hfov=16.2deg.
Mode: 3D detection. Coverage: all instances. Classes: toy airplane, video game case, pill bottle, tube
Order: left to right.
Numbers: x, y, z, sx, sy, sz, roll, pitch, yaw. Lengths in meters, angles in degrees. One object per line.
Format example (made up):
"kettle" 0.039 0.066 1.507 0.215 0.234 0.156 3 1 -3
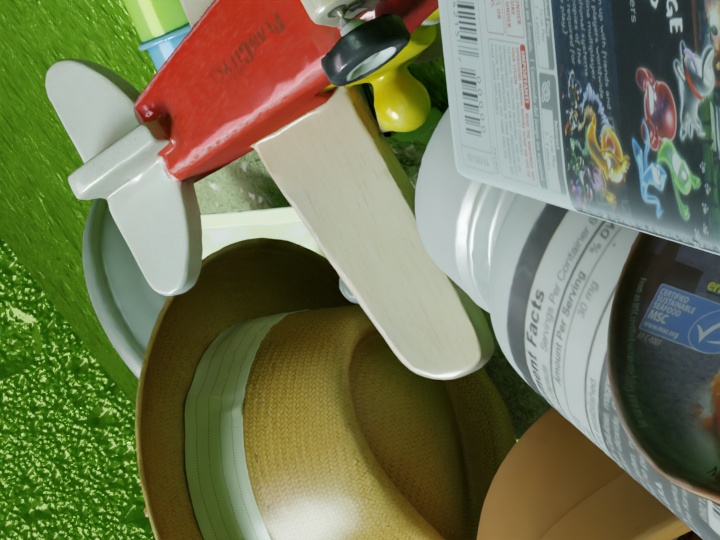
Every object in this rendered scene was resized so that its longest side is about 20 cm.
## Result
"toy airplane" -0.019 -0.078 0.917 0.199 0.141 0.200 22 120 38
"tube" -0.017 0.056 1.081 0.052 0.058 0.200 53 166 59
"video game case" 0.056 -0.111 0.607 0.182 0.023 0.201 -156 58 -68
"pill bottle" 0.110 0.013 0.742 0.200 0.113 0.113 43 165 42

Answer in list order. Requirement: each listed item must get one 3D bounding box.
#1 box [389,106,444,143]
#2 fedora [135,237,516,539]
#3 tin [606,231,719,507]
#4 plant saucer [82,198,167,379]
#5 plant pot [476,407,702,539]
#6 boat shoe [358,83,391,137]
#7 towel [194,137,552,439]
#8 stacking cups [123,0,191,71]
"box" 0.094 0.032 1.067 0.200 0.036 0.144 41 164 41
"fedora" 0.004 0.077 0.962 0.082 0.201 0.201 -18 113 38
"tin" 0.144 0.022 0.598 0.042 0.112 0.200 28 177 -41
"plant saucer" -0.038 0.005 1.248 0.200 0.200 0.050 50 131 14
"plant pot" 0.122 0.124 0.879 0.200 0.200 0.140 59 -177 -29
"boat shoe" -0.001 -0.032 1.156 0.072 0.071 0.200 21 138 35
"towel" 0.000 0.000 1.077 0.200 0.036 0.149 9 134 54
"stacking cups" -0.073 -0.098 1.188 0.200 0.060 0.060 67 166 -11
